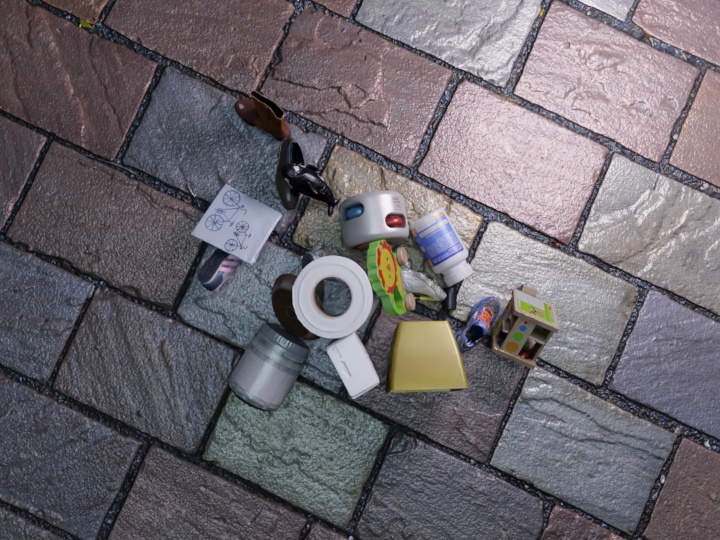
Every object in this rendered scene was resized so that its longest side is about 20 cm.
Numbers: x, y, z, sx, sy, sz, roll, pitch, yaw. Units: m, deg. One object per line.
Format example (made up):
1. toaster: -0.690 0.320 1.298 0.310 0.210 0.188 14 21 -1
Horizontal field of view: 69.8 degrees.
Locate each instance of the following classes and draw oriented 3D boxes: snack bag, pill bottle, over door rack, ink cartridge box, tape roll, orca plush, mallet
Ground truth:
1. snack bag: -0.340 -0.131 1.444 0.198 0.021 0.190 26 66 3
2. pill bottle: 0.229 -0.062 1.436 0.111 0.112 0.202 -29 88 -2
3. over door rack: -0.139 0.037 1.448 0.199 0.067 0.148 -40 88 -2
4. ink cartridge box: -0.020 0.240 1.373 0.083 0.200 0.147 -29 88 -1
5. tape roll: -0.068 0.064 1.283 0.200 0.071 0.205 0 91 4
6. orca plush: -0.134 -0.214 1.412 0.105 0.071 0.200 -32 129 9
7. mallet: 0.178 0.068 1.469 0.197 0.041 0.067 9 85 4

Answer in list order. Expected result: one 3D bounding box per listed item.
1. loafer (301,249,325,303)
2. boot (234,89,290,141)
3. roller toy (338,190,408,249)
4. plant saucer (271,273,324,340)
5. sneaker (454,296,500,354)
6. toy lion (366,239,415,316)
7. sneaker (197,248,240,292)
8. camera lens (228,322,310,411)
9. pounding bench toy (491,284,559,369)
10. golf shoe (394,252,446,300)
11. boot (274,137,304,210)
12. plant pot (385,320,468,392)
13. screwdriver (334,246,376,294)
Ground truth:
1. loafer: -0.119 0.041 1.384 0.071 0.063 0.202 22 119 34
2. boot: -0.279 -0.434 1.402 0.188 0.200 0.069 41 87 1
3. roller toy: 0.037 -0.140 1.400 0.197 0.182 0.142 -9 85 -2
4. plant saucer: -0.177 0.107 1.389 0.037 0.200 0.201 -33 87 -42
5. sneaker: 0.332 0.153 1.432 0.075 0.078 0.201 41 71 -5
6. toy lion: 0.072 0.021 1.334 0.068 0.191 0.203 -10 92 24
7. sneaker: -0.372 -0.025 1.456 0.070 0.082 0.200 28 66 30
8. camera lens: -0.246 0.262 1.389 0.159 0.160 0.201 31 87 1
9. pounding bench toy: 0.446 0.148 1.430 0.123 0.200 0.157 23 119 3
10. golf shoe: 0.146 0.038 1.447 0.199 0.078 0.098 37 104 19
11. boot: -0.196 -0.268 1.434 0.074 0.097 0.203 -4 100 -18
12. plant pot: 0.168 0.234 1.390 0.197 0.200 0.179 -1 74 -1
13. screwdriver: 0.000 0.000 1.473 0.029 0.028 0.200 -39 87 -33
